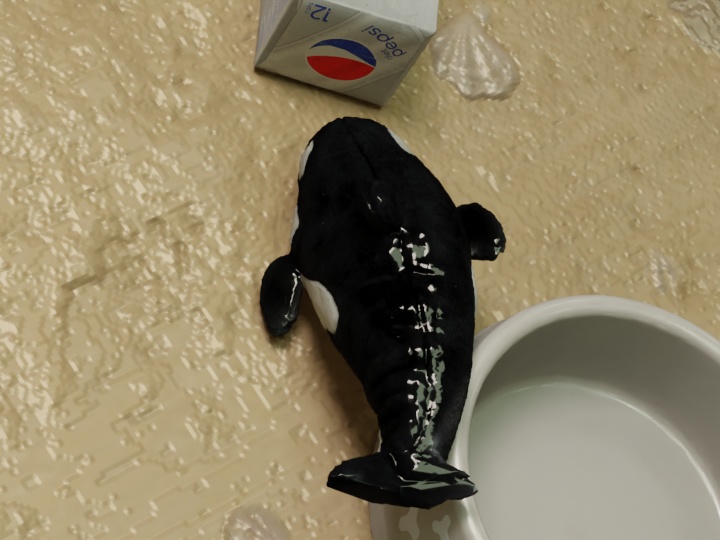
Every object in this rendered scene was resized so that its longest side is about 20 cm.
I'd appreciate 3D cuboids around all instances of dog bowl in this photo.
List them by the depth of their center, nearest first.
[{"bbox_3d":[0.105,0.100,1.052,0.199,0.059,0.201,12,58,-20],"label":"dog bowl"}]

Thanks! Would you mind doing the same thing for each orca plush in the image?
[{"bbox_3d":[0.000,0.000,1.023,0.104,0.071,0.201,-5,49,14],"label":"orca plush"}]

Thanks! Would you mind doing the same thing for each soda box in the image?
[{"bbox_3d":[0.000,-0.179,1.158,0.068,0.063,0.201,15,57,-16],"label":"soda box"}]
